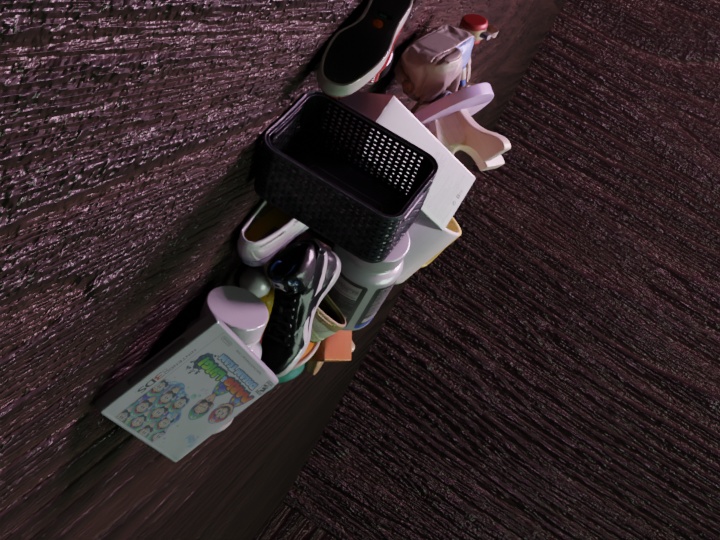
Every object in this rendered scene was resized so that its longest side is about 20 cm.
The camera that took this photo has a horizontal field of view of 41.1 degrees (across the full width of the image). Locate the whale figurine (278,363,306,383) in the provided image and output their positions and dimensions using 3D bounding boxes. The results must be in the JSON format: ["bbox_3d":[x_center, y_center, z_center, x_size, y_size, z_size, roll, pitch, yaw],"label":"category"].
[{"bbox_3d":[-0.155,0.178,1.844,0.159,0.104,0.200,-53,168,-35],"label":"whale figurine"}]

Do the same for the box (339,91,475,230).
[{"bbox_3d":[0.049,-0.159,1.397,0.124,0.200,0.098,21,-105,53],"label":"box"}]

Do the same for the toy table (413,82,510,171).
[{"bbox_3d":[0.153,-0.212,1.578,0.184,0.117,0.200,-17,172,-32],"label":"toy table"}]

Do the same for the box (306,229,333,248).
[{"bbox_3d":[-0.018,-0.145,1.542,0.200,0.086,0.164,-57,172,-6],"label":"box"}]

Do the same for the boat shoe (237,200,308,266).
[{"bbox_3d":[-0.098,-0.098,1.331,0.202,0.075,0.086,-44,164,-23],"label":"boat shoe"}]

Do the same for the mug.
[{"bbox_3d":[0.078,-0.048,1.623,0.153,0.186,0.150,-48,-154,16],"label":"mug"}]

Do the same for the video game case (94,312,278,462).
[{"bbox_3d":[-0.217,0.157,1.245,0.182,0.024,0.200,-38,146,-3],"label":"video game case"}]

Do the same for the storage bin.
[{"bbox_3d":[-0.020,-0.120,1.222,0.135,0.200,0.094,-51,170,-39],"label":"storage bin"}]

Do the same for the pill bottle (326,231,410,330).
[{"bbox_3d":[0.000,0.000,1.500,0.114,0.114,0.200,-52,175,-38],"label":"pill bottle"}]

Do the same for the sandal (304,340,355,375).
[{"bbox_3d":[-0.043,0.131,1.751,0.078,0.070,0.212,-53,169,-40],"label":"sandal"}]

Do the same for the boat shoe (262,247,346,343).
[{"bbox_3d":[-0.086,0.020,1.453,0.066,0.200,0.074,-20,-146,18],"label":"boat shoe"}]

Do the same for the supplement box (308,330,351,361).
[{"bbox_3d":[-0.103,0.124,1.661,0.069,0.200,0.067,5,84,-44],"label":"supplement box"}]

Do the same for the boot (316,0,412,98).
[{"bbox_3d":[0.000,-0.267,1.271,0.200,0.072,0.144,-57,174,-32],"label":"boot"}]

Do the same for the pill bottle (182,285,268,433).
[{"bbox_3d":[-0.202,0.125,1.347,0.114,0.114,0.200,-45,165,-57],"label":"pill bottle"}]

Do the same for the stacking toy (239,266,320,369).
[{"bbox_3d":[-0.143,0.058,1.499,0.146,0.146,0.200,-55,156,-23],"label":"stacking toy"}]

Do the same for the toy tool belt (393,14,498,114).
[{"bbox_3d":[0.140,-0.338,1.602,0.200,0.125,0.123,-41,149,-39],"label":"toy tool belt"}]

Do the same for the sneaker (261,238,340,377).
[{"bbox_3d":[-0.109,0.046,1.348,0.200,0.073,0.112,-65,150,-6],"label":"sneaker"}]
